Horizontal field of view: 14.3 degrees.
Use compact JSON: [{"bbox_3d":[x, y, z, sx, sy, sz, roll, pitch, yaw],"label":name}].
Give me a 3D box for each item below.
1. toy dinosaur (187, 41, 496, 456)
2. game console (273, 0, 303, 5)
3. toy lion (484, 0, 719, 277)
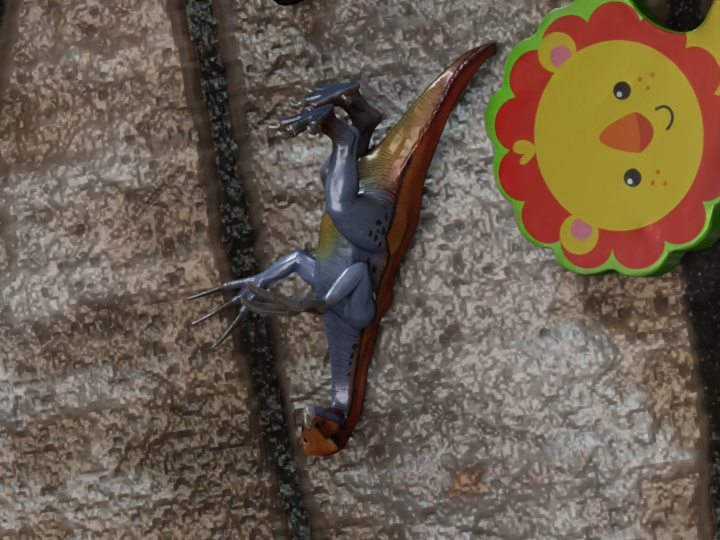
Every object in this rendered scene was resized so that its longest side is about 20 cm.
[{"bbox_3d":[0.000,0.000,1.499,0.200,0.105,0.182,-16,106,5],"label":"toy dinosaur"},{"bbox_3d":[-0.029,-0.250,1.478,0.177,0.031,0.200,-26,107,28],"label":"game console"},{"bbox_3d":[0.156,-0.097,1.464,0.191,0.069,0.200,-1,90,25],"label":"toy lion"}]
